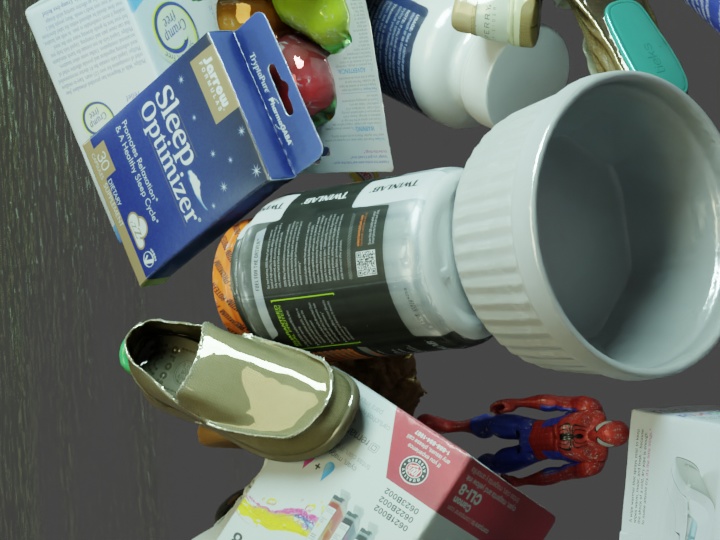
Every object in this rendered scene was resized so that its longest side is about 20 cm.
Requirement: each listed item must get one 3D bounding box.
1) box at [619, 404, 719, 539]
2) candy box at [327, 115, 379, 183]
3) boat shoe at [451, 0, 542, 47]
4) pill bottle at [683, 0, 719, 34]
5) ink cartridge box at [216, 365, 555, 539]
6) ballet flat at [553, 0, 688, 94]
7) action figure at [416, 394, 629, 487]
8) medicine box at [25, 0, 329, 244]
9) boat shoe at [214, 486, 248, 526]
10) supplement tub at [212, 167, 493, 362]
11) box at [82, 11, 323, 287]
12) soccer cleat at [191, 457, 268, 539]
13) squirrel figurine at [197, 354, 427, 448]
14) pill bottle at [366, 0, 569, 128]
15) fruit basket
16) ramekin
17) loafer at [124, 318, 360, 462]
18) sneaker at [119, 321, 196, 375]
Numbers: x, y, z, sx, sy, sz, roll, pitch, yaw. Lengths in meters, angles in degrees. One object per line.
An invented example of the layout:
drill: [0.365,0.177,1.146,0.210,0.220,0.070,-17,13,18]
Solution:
box: [0.257,0.197,1.447,0.176,0.096,0.202,6,94,49]
candy box: [-0.039,-0.171,1.786,0.026,0.102,0.201,-23,68,3]
boat shoe: [0.098,-0.236,1.586,0.201,0.066,0.074,-81,-7,-47]
pill bottle: [0.259,-0.202,1.431,0.200,0.119,0.120,50,124,36]
ink cartridge box: [0.005,0.202,1.567,0.145,0.145,0.201,30,86,37]
ballet flat: [0.171,-0.183,1.583,0.201,0.067,0.072,68,153,18]
action figure: [0.118,0.125,1.643,0.199,0.051,0.066,-11,76,46]
medicine box: [-0.140,-0.148,1.783,0.102,0.182,0.202,-18,98,35]
boat shoe: [-0.036,0.252,1.803,0.200,0.075,0.074,39,150,32]
supplement tub: [0.000,0.000,1.567,0.199,0.122,0.124,-7,84,39]
box: [-0.117,-0.088,1.634,0.200,0.032,0.122,-36,72,38]
soccer cleat: [-0.066,0.179,1.725,0.199,0.069,0.086,-20,106,32]
squirrel figurine: [-0.027,0.043,1.755,0.199,0.141,0.189,-19,64,49]
pill bottle: [0.058,-0.171,1.662,0.199,0.110,0.112,32,113,44]
fruit basket: [-0.044,-0.171,1.650,0.184,0.093,0.202,1,109,51]
ramekin: [0.152,-0.025,1.492,0.105,0.199,0.202,-10,82,51]
loafer: [-0.090,0.079,1.554,0.199,0.067,0.077,8,70,37]
sneaker: [-0.099,0.088,1.659,0.199,0.083,0.075,14,98,37]
